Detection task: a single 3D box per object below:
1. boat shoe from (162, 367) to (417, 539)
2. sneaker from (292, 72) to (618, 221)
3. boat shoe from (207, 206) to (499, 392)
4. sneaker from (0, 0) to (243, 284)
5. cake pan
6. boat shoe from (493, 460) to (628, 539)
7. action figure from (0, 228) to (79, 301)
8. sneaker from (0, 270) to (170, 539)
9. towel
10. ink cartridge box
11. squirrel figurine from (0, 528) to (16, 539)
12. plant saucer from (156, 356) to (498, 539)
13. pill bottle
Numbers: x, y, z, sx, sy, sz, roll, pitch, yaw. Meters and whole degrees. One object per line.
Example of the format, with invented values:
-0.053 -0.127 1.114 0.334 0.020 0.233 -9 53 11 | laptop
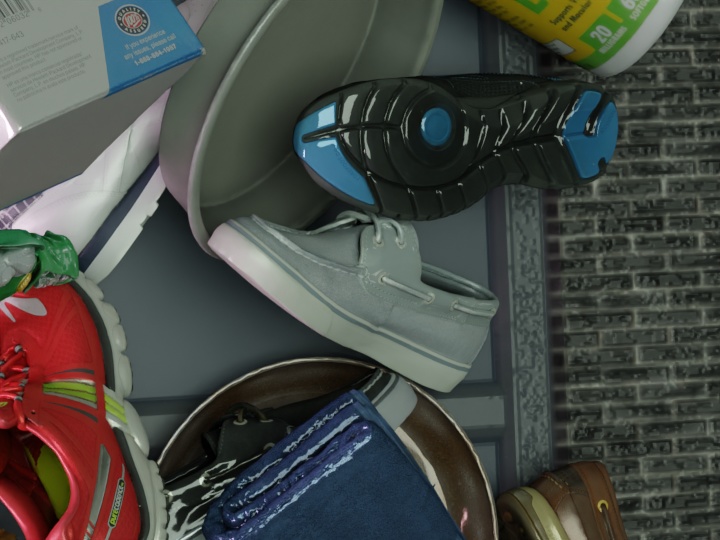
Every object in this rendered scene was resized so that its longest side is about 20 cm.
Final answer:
-0.063 0.102 1.464 0.200 0.069 0.057 -33 98 -12 | boat shoe
0.039 -0.067 1.492 0.200 0.082 0.073 -2 100 -38 | sneaker
0.001 0.001 1.476 0.201 0.070 0.072 28 97 -48 | boat shoe
-0.116 -0.089 1.481 0.080 0.076 0.200 34 79 -4 | sneaker
-0.032 -0.098 1.456 0.037 0.200 0.200 34 78 23 | cake pan
0.145 0.197 1.552 0.068 0.072 0.200 -28 99 -17 | boat shoe
-0.223 0.014 1.372 0.200 0.118 0.055 -17 90 -32 | action figure
-0.158 0.068 1.406 0.085 0.077 0.200 9 44 -43 | sneaker
0.002 0.157 1.450 0.112 0.049 0.200 -37 131 -6 | towel
-0.198 -0.137 1.345 0.129 0.125 0.200 -28 82 -44 | ink cartridge box
-0.256 0.140 1.421 0.200 0.141 0.187 34 70 -28 | squirrel figurine
-0.025 0.146 1.524 0.200 0.032 0.200 0 90 -16 | plant saucer
0.076 -0.197 1.514 0.200 0.111 0.111 29 82 -14 | pill bottle
